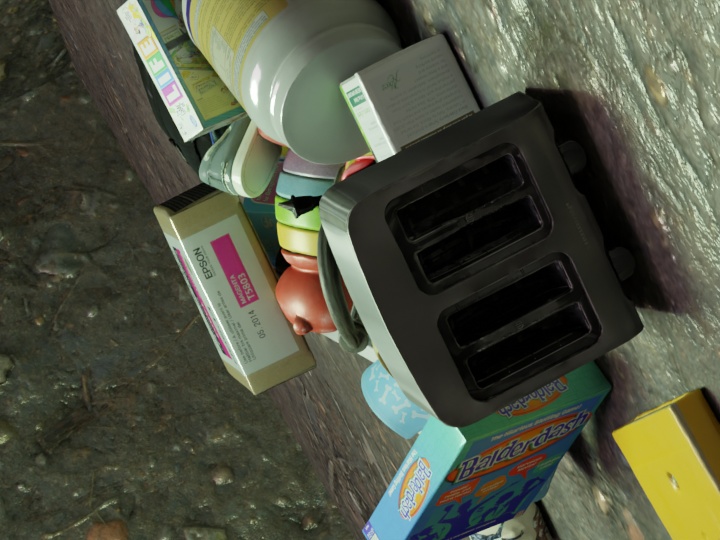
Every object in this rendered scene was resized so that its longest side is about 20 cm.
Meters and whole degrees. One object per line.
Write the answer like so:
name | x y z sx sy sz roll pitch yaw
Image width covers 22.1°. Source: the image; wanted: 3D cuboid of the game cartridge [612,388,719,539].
game cartridge | 0.262 0.187 1.334 0.200 0.032 0.176 59 170 6

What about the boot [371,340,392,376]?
boot | 0.059 0.036 1.642 0.200 0.073 0.156 16 -148 -44

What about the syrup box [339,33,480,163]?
syrup box | 0.066 -0.078 1.462 0.200 0.081 0.079 64 171 -5

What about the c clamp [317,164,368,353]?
c clamp | 0.000 0.000 1.633 0.200 0.027 0.171 -69 -30 -59

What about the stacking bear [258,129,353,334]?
stacking bear | -0.034 -0.040 1.751 0.113 0.121 0.201 11 101 30

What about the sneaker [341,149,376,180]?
sneaker | 0.017 -0.099 1.597 0.200 0.090 0.078 -135 33 -53

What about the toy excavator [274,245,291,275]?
toy excavator | -0.001 -0.011 1.910 0.100 0.200 0.195 21 107 22

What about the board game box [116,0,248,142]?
board game box | -0.112 -0.213 1.703 0.034 0.200 0.135 -27 90 49

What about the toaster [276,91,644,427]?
toaster | 0.075 -0.006 1.276 0.181 0.200 0.119 65 174 -10

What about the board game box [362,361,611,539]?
board game box | 0.101 0.155 1.510 0.045 0.152 0.200 56 145 26

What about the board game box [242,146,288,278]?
board game box | -0.076 -0.098 1.939 0.153 0.040 0.201 77 -162 -55

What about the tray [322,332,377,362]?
tray | 0.006 0.073 1.909 0.200 0.022 0.107 29 171 -5

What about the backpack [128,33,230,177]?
backpack | -0.155 -0.199 2.066 0.183 0.147 0.200 55 164 29

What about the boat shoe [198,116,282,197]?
boat shoe | -0.097 -0.160 1.783 0.062 0.200 0.073 6 151 30

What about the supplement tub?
supplement tub | -0.053 -0.195 1.570 0.200 0.145 0.146 54 167 43

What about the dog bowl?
dog bowl | 0.098 0.129 1.674 0.200 0.050 0.112 33 -152 -1

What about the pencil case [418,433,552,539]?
pencil case | 0.125 0.220 1.934 0.200 0.089 0.078 65 170 -12

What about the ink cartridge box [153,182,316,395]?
ink cartridge box | -0.129 0.014 1.859 0.201 0.075 0.165 66 171 -9
